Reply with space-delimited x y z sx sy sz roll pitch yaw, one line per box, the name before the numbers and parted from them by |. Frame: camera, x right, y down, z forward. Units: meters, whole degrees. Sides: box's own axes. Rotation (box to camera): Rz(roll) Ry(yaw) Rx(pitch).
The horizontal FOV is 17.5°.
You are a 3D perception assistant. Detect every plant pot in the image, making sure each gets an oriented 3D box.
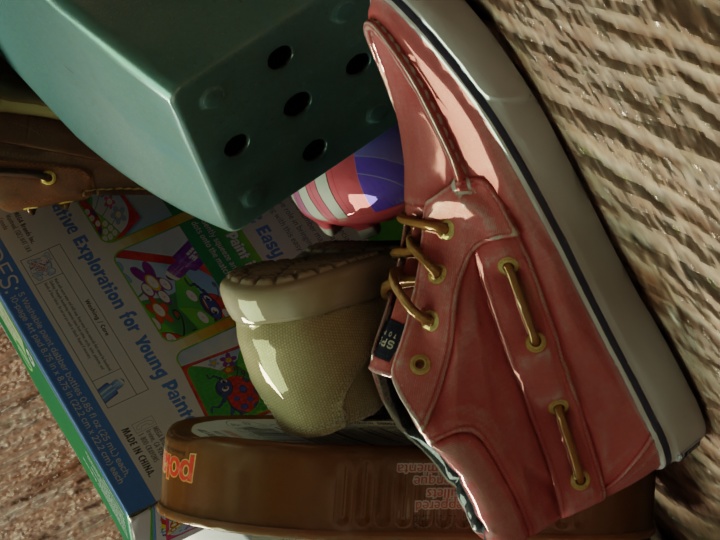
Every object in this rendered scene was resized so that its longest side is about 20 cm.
plant pot | -0.075 -0.123 0.930 0.200 0.141 0.142 48 168 35

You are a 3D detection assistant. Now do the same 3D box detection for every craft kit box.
craft kit box | -0.060 0.006 1.064 0.200 0.197 0.049 55 163 32

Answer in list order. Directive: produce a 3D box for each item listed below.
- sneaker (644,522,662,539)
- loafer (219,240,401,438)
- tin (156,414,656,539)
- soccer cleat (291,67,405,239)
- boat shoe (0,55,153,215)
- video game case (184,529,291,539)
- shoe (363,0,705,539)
sneaker | 0.126 0.156 0.951 0.079 0.074 0.200 53 -178 -25
loafer | 0.003 0.024 0.918 0.200 0.075 0.069 -10 -82 -64
tin | 0.021 0.080 0.903 0.112 0.199 0.042 -161 75 -69
soccer cleat | -0.014 -0.071 0.992 0.077 0.066 0.200 67 173 -22
boat shoe | -0.144 -0.062 1.042 0.072 0.199 0.068 -107 34 -56
video game case | -0.039 0.066 1.172 0.182 0.045 0.200 53 -141 -15
shoe | 0.034 -0.002 0.818 0.201 0.091 0.071 60 172 -4
